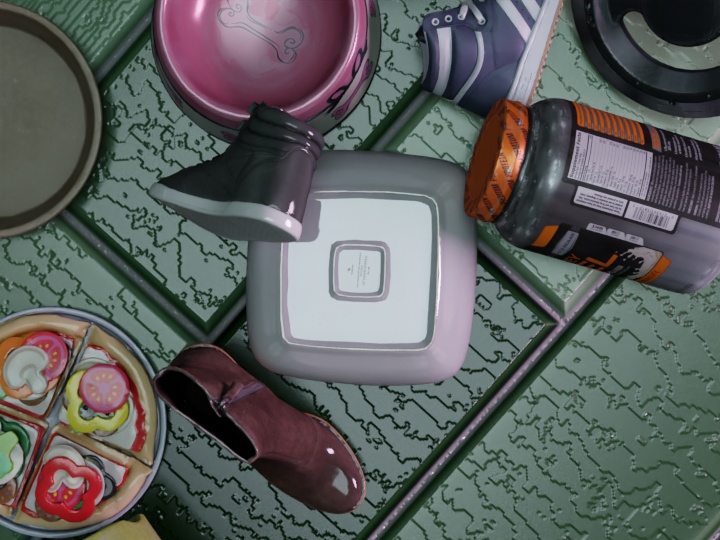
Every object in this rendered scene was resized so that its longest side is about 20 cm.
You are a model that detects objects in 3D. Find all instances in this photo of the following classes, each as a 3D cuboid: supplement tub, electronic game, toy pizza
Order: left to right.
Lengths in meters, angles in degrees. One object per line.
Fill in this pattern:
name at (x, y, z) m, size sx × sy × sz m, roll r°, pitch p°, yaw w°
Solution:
toy pizza at (-0.267, 0.132, 0.934) m, size 0.199 × 0.032 × 0.202 m, roll 0°, pitch 92°, yaw 1°
supplement tub at (0.190, -0.063, 0.862) m, size 0.199 × 0.123 × 0.123 m, roll 15°, pitch 92°, yaw -7°
electronic game at (0.260, -0.217, 0.856) m, size 0.199 × 0.042 × 0.201 m, roll 18°, pitch 125°, yaw 28°

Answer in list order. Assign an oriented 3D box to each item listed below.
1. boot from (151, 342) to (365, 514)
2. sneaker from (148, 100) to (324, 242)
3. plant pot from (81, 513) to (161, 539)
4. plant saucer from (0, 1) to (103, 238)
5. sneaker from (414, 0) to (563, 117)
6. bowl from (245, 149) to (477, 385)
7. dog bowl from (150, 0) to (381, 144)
boot at (-0.078, 0.139, 0.863) m, size 0.200 × 0.166 × 0.072 m, roll 42°, pitch 92°, yaw -1°
sneaker at (-0.095, -0.081, 0.867) m, size 0.071 × 0.199 × 0.100 m, roll 30°, pitch 77°, yaw -36°
plant pot at (-0.193, 0.308, 0.874) m, size 0.200 × 0.200 × 0.185 m, roll -32°, pitch 80°, yaw 2°
plant saucer at (-0.316, -0.127, 0.927) m, size 0.198 × 0.029 × 0.202 m, roll 0°, pitch 92°, yaw 2°
sneaker at (0.111, -0.228, 0.895) m, size 0.108 × 0.070 × 0.201 m, roll 16°, pitch 95°, yaw -1°
bowl at (0.000, 0.000, 0.904) m, size 0.198 × 0.075 × 0.202 m, roll 3°, pitch 94°, yaw 2°
dog bowl at (-0.081, -0.202, 0.897) m, size 0.198 × 0.074 × 0.202 m, roll 0°, pitch 93°, yaw 1°
